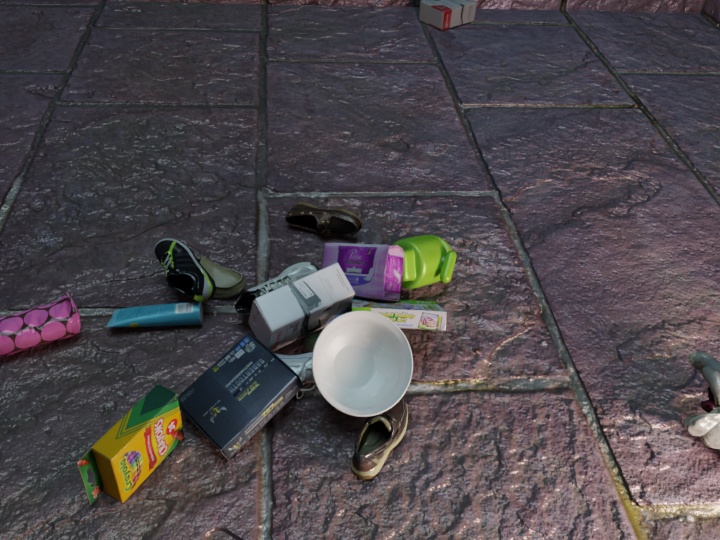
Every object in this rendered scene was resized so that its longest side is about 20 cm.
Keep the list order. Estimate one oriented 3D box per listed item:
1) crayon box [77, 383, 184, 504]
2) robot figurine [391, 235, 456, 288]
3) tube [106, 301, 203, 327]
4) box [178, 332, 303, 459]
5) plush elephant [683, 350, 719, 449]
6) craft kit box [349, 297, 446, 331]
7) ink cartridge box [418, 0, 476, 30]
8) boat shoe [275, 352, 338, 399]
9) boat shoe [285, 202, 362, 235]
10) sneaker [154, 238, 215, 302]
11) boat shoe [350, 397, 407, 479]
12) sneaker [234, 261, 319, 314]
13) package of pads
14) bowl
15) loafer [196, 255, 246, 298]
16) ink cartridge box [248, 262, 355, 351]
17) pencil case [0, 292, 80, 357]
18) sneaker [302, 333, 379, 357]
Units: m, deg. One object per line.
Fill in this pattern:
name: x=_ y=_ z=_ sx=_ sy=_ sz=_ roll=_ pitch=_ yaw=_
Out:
crayon box: x=-0.397 y=0.313 z=1.286 sx=0.051 sy=0.128 sz=0.200 roll=22 pitch=44 yaw=20
robot figurine: x=0.140 y=-0.022 z=1.719 sx=0.175 sy=0.117 sz=0.199 roll=-1 pitch=7 yaw=40
tube: x=-0.447 y=0.098 z=1.599 sx=0.198 sy=0.051 sz=0.078 roll=-3 pitch=18 yaw=-4
box: x=-0.233 y=0.236 z=1.405 sx=0.200 sy=0.051 sz=0.157 roll=-43 pitch=57 yaw=-18
plush elephant: x=0.703 y=0.281 z=1.424 sx=0.155 sy=0.165 sz=0.200 roll=-44 pitch=13 yaw=0
craft kit box: x=0.075 y=0.092 z=1.574 sx=0.196 sy=0.049 sz=0.200 roll=6 pitch=4 yaw=-3
ink cartridge box: x=0.363 y=-1.080 z=3.044 sx=0.199 sy=0.084 sz=0.144 roll=-27 pitch=48 yaw=-31
boat shoe: x=-0.136 y=0.213 z=1.469 sx=0.200 sy=0.075 sz=0.086 roll=4 pitch=39 yaw=4
boat shoe: x=-0.096 y=-0.122 z=1.875 sx=0.199 sy=0.071 sz=0.070 roll=11 pitch=32 yaw=21
sneaker: x=-0.402 y=-0.004 z=1.622 sx=0.200 sy=0.072 sz=0.083 roll=39 pitch=22 yaw=22
boat shoe: x=0.042 y=0.302 z=1.386 sx=0.073 sy=0.065 sz=0.200 roll=16 pitch=41 yaw=14
sneaker: x=-0.182 y=0.050 z=1.585 sx=0.199 sy=0.076 sz=0.115 roll=-26 pitch=4 yaw=11
package of pads: x=0.000 y=0.000 z=1.648 sx=0.199 sy=0.122 sz=0.075 roll=4 pitch=-3 yaw=38
bowl: x=-0.004 y=0.185 z=1.425 sx=0.199 sy=0.090 sz=0.203 roll=3 pitch=75 yaw=-13
loafer: x=-0.360 y=0.009 z=1.694 sx=0.198 sy=0.068 sz=0.076 roll=10 pitch=43 yaw=10
ink cartridge box: x=-0.126 y=0.082 z=1.546 sx=0.199 sy=0.145 sz=0.085 roll=-24 pitch=72 yaw=-22
pencil case: x=-0.691 y=0.116 z=1.525 sx=0.199 sy=0.091 sz=0.094 roll=-17 pitch=79 yaw=-26
sneaker: x=-0.017 y=0.152 z=1.527 sx=0.199 sy=0.090 sz=0.067 roll=22 pitch=8 yaw=15
